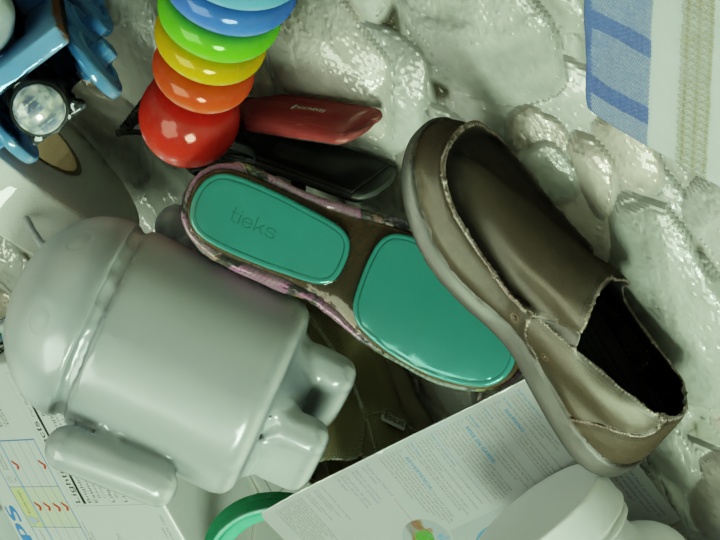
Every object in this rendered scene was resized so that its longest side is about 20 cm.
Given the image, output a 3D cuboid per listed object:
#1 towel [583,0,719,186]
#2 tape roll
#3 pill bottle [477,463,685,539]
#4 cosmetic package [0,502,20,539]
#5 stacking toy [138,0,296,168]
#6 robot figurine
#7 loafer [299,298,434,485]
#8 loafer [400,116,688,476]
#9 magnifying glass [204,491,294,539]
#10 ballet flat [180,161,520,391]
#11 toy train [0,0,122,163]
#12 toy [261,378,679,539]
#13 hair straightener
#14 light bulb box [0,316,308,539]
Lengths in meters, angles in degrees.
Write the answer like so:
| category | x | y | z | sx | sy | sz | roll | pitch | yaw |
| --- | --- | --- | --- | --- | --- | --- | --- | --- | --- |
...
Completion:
| category | x | y | z | sx | sy | sz | roll | pitch | yaw |
| --- | --- | --- | --- | --- | --- | --- | --- | --- | --- |
| towel | 0.175 | -0.086 | 1.094 | 0.199 | 0.024 | 0.148 | 32 | 143 | 33 |
| tape roll | -0.211 | -0.078 | 1.451 | 0.203 | 0.037 | 0.203 | 42 | -171 | -8 |
| pill bottle | 0.146 | 0.200 | 1.293 | 0.201 | 0.109 | 0.109 | 53 | 147 | -10 |
| cosmetic package | -0.274 | 0.157 | 1.707 | 0.199 | 0.199 | 0.124 | 21 | 136 | 39 |
| stacking toy | -0.070 | -0.130 | 1.291 | 0.085 | 0.085 | 0.201 | 41 | 142 | 18 |
| robot figurine | -0.105 | 0.044 | 1.357 | 0.199 | 0.170 | 0.113 | 26 | 147 | -1 |
| loafer | -0.007 | 0.081 | 1.428 | 0.201 | 0.067 | 0.076 | 53 | 147 | 1 |
| loafer | 0.097 | 0.004 | 1.240 | 0.071 | 0.073 | 0.201 | -26 | 104 | 47 |
| magnifying glass | -0.002 | 0.189 | 1.467 | 0.199 | 0.022 | 0.080 | 29 | 111 | -25 |
| ballet flat | 0.000 | 0.000 | 1.333 | 0.199 | 0.070 | 0.071 | 25 | -175 | 7 |
| toy train | -0.192 | -0.136 | 1.376 | 0.114 | 0.086 | 0.200 | 50 | -171 | -23 |
| toy | 0.058 | 0.120 | 1.361 | 0.199 | 0.047 | 0.115 | -30 | 114 | 27 |
| hair straightener | -0.059 | -0.058 | 1.387 | 0.199 | 0.041 | 0.077 | 9 | 127 | 40 |
| light bulb box | -0.131 | 0.106 | 1.552 | 0.199 | 0.125 | 0.199 | -7 | 115 | 54 |
